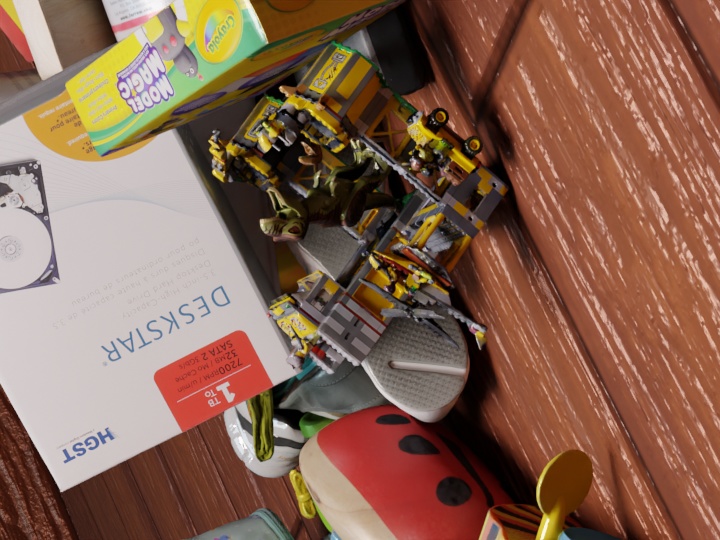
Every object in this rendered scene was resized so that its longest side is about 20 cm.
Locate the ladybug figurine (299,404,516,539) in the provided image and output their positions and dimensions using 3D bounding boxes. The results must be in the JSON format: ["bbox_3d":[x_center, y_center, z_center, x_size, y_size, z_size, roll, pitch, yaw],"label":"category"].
[{"bbox_3d":[0.036,0.134,1.208,0.135,0.072,0.200,32,-172,-27],"label":"ladybug figurine"}]

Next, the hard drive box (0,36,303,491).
[{"bbox_3d":[-0.144,-0.006,1.185,0.201,0.155,0.077,62,-178,-16],"label":"hard drive box"}]

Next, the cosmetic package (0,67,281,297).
[{"bbox_3d":[-0.165,-0.040,1.309,0.165,0.198,0.166,-140,43,-72],"label":"cosmetic package"}]

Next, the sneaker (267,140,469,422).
[{"bbox_3d":[0.000,0.000,1.219,0.080,0.070,0.201,82,164,-72],"label":"sneaker"}]

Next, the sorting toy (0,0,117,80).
[{"bbox_3d":[-0.185,-0.224,1.311,0.069,0.200,0.200,-14,99,30],"label":"sorting toy"}]

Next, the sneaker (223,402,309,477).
[{"bbox_3d":[-0.083,0.050,1.578,0.201,0.073,0.080,61,149,10],"label":"sneaker"}]

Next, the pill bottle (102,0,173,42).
[{"bbox_3d":[-0.123,-0.238,1.245,0.201,0.108,0.109,71,164,-8],"label":"pill bottle"}]

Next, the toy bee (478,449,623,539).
[{"bbox_3d":[0.090,0.151,1.036,0.200,0.108,0.132,163,120,-67],"label":"toy bee"}]

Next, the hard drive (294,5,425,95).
[{"bbox_3d":[-0.029,-0.183,1.144,0.201,0.033,0.139,70,164,-5],"label":"hard drive"}]

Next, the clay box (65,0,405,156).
[{"bbox_3d":[-0.049,-0.121,1.045,0.200,0.114,0.048,-24,91,54],"label":"clay box"}]

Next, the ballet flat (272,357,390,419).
[{"bbox_3d":[-0.018,0.073,1.387,0.064,0.068,0.200,39,169,-7],"label":"ballet flat"}]

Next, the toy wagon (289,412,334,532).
[{"bbox_3d":[0.000,0.171,1.485,0.200,0.039,0.156,-156,47,-69],"label":"toy wagon"}]

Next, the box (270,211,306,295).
[{"bbox_3d":[-0.076,-0.037,1.470,0.119,0.041,0.201,57,162,35],"label":"box"}]

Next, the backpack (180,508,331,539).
[{"bbox_3d":[-0.058,0.279,1.603,0.200,0.153,0.177,44,151,35],"label":"backpack"}]

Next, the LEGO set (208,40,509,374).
[{"bbox_3d":[-0.019,-0.020,1.090,0.154,0.116,0.200,41,163,-17],"label":"LEGO set"}]

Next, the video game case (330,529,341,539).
[{"bbox_3d":[0.036,0.276,1.360,0.201,0.045,0.182,59,160,23],"label":"video game case"}]

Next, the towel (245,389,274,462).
[{"bbox_3d":[-0.094,0.029,1.460,0.086,0.018,0.201,92,161,-53],"label":"towel"}]
